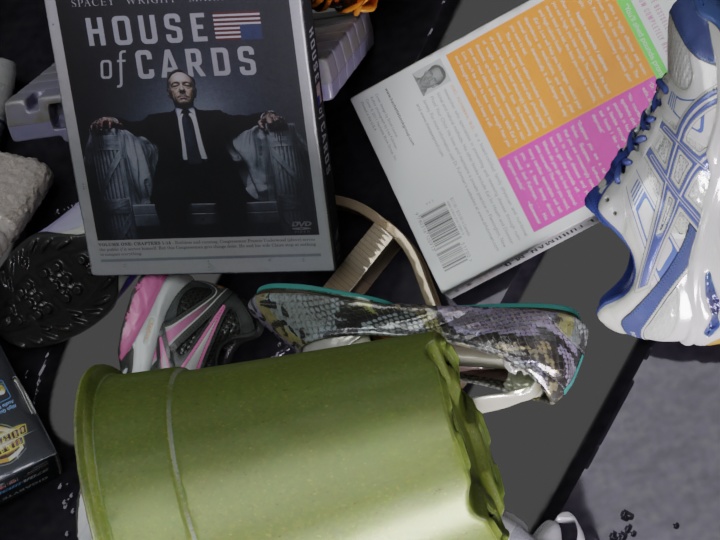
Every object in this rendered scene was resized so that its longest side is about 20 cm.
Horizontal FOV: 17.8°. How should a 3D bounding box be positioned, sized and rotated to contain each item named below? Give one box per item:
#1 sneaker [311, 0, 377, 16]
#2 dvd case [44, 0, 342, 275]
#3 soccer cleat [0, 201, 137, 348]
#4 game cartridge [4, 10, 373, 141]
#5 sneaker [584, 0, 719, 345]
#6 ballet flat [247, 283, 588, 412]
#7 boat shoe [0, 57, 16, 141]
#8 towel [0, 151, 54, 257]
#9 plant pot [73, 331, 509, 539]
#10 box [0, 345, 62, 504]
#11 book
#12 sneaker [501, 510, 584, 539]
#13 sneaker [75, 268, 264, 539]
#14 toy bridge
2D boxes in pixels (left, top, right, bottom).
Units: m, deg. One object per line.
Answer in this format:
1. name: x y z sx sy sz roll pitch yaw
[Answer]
1. sneaker: -0.018 -0.185 1.370 0.200 0.078 0.077 -26 82 -24
2. dvd case: -0.095 -0.091 1.312 0.150 0.025 0.200 -1 118 12
3. soccer cleat: -0.149 -0.025 1.418 0.200 0.073 0.068 -42 91 22
4. game cartridge: -0.099 -0.117 1.386 0.200 0.130 0.038 -6 105 15
5. sneaker: 0.169 -0.056 1.289 0.088 0.075 0.200 1 97 7
6. ballet flat: 0.027 0.048 1.309 0.200 0.072 0.072 4 79 15
7. boat shoe: -0.312 -0.145 1.479 0.202 0.075 0.086 17 83 16
8. towel: -0.303 -0.037 1.437 0.200 0.034 0.133 10 50 21
9. plant pot: -0.026 0.117 1.235 0.190 0.200 0.200 -19 74 8
10. box: -0.305 0.096 1.403 0.200 0.046 0.159 -27 70 -14
11. book: 0.111 -0.088 1.360 0.200 0.048 0.134 -27 76 10
12. sneaker: 0.036 0.191 1.306 0.200 0.075 0.115 -2 76 11
13. sneaker: -0.111 0.098 1.368 0.086 0.080 0.200 14 89 5
14. toy bridge: 0.000 0.000 1.381 0.200 0.027 0.067 39 90 19
